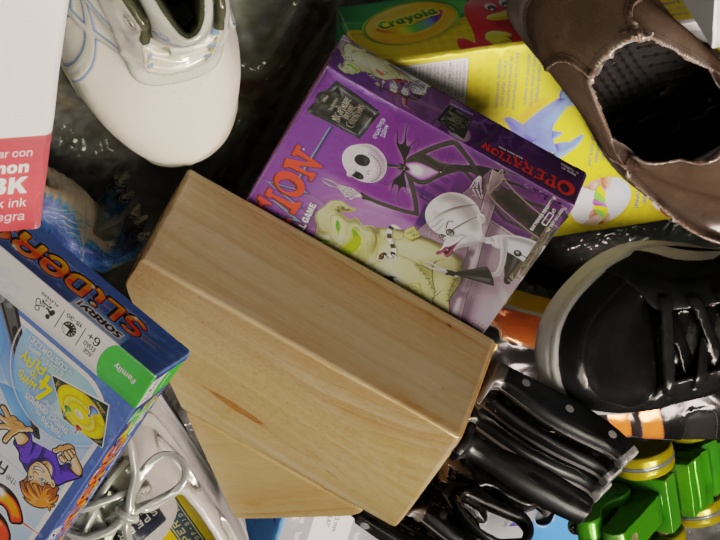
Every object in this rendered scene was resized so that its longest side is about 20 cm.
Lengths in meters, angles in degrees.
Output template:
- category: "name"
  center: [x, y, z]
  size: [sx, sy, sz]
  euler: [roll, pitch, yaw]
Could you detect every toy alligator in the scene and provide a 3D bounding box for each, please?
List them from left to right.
- category: "toy alligator"
  center: [0.127, 0.113, 1.344]
  size: [0.200, 0.054, 0.059]
  euler: [-33, 121, -44]

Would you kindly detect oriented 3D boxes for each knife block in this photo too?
- category: "knife block"
  center: [0.015, 0.047, 1.165]
  size: [0.175, 0.064, 0.200]
  euler: [-6, 127, 24]

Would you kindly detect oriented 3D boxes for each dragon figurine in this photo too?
- category: "dragon figurine"
  center: [-0.153, 0.003, 1.176]
  size: [0.099, 0.059, 0.200]
  euler: [5, 126, -24]

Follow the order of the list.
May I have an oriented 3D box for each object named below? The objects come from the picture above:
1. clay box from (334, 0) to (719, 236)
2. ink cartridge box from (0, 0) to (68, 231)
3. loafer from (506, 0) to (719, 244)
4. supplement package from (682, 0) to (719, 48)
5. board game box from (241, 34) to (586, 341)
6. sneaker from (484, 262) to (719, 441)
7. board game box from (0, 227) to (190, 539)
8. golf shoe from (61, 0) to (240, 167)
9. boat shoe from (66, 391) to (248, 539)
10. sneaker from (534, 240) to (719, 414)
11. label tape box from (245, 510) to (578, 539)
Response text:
- category: "clay box"
  center: [0.087, -0.071, 1.213]
  size: [0.199, 0.048, 0.115]
  euler: [-9, 133, -15]
- category: "ink cartridge box"
  center: [-0.160, -0.133, 0.998]
  size: [0.083, 0.144, 0.200]
  euler: [-4, 131, -19]
- category: "loafer"
  center: [0.131, -0.059, 1.157]
  size: [0.073, 0.071, 0.200]
  euler: [-40, 133, 15]
- category: "supplement package"
  center: [0.206, -0.205, 1.071]
  size: [0.199, 0.152, 0.151]
  euler: [-12, 133, -11]
- category: "board game box"
  center: [0.000, 0.000, 1.192]
  size: [0.120, 0.032, 0.200]
  euler: [31, 132, -1]
- category: "sneaker"
  center: [0.105, 0.057, 1.302]
  size: [0.200, 0.070, 0.090]
  euler: [22, 102, -27]
- category: "board game box"
  center: [-0.182, 0.023, 1.111]
  size: [0.200, 0.034, 0.136]
  euler: [39, 116, 8]
- category: "golf shoe"
  center: [-0.084, -0.103, 1.087]
  size: [0.078, 0.097, 0.200]
  euler: [-19, 135, -7]
- category: "boat shoe"
  center: [-0.103, 0.097, 1.174]
  size: [0.074, 0.086, 0.202]
  euler: [-29, 131, 4]
- category: "sneaker"
  center: [0.180, 0.019, 1.217]
  size: [0.200, 0.112, 0.073]
  euler: [-14, 100, -40]
- category: "label tape box"
  center: [0.036, 0.129, 1.354]
  size: [0.199, 0.066, 0.144]
  euler: [2, 128, -20]
